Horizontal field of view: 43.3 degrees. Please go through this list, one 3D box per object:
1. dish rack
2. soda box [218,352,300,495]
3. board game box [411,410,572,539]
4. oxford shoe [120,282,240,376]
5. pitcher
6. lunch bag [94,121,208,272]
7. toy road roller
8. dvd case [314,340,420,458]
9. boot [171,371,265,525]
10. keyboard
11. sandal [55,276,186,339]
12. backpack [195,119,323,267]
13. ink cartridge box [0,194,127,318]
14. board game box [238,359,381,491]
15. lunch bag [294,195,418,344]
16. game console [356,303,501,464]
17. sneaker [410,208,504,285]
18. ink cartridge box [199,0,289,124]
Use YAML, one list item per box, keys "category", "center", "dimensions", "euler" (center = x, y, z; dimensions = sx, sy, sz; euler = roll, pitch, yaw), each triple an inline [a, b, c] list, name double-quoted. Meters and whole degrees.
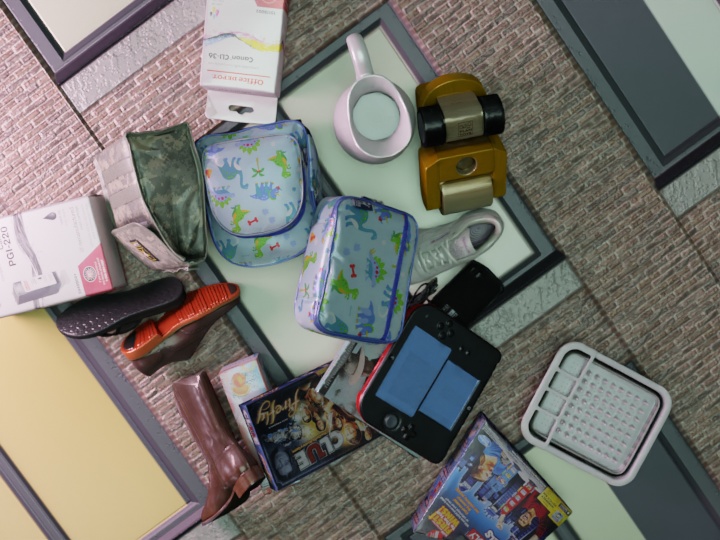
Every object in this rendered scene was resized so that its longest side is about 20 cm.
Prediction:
- category: "dish rack"
  center: [0.360, 0.219, 1.401]
  dimensions: [0.198, 0.044, 0.173]
  euler: [27, 93, -2]
- category: "soda box"
  center: [-0.151, 0.233, 1.385]
  dimensions: [0.063, 0.068, 0.202]
  euler: [-19, 95, -1]
- category: "board game box"
  center: [0.185, 0.362, 1.403]
  dimensions: [0.200, 0.062, 0.200]
  euler: [-43, 94, 4]
- category: "oxford shoe"
  center: [-0.263, 0.088, 1.385]
  dimensions: [0.199, 0.071, 0.073]
  euler: [-30, 123, -1]
- category: "pitcher"
  center: [0.015, -0.238, 1.283]
  dimensions: [0.120, 0.200, 0.174]
  euler: [-14, 94, 1]
- category: "lunch bag"
  center: [-0.293, -0.092, 1.301]
  dimensions: [0.117, 0.163, 0.202]
  euler: [-17, 95, -30]
- category: "toy road roller"
  center: [0.140, -0.198, 1.342]
  dimensions: [0.121, 0.147, 0.202]
  euler: [-11, 132, -4]
- category: "dvd case"
  center: [0.049, 0.173, 1.372]
  dimensions: [0.199, 0.022, 0.147]
  euler: [36, 84, -16]
- category: "boot"
  center: [-0.240, 0.271, 1.389]
  dimensions: [0.201, 0.064, 0.187]
  euler: [54, 128, 14]
- category: "keyboard"
  center: [0.119, 0.059, 1.396]
  dimensions: [0.200, 0.040, 0.104]
  euler: [-44, 109, 7]
- category: "sandal"
  center: [-0.359, 0.068, 1.373]
  dimensions: [0.198, 0.076, 0.048]
  euler: [-15, 135, -4]
- category: "backpack"
  center: [-0.145, -0.108, 1.320]
  dimensions: [0.181, 0.147, 0.203]
  euler: [-9, 98, 3]
- category: "ink cartridge box"
  center: [-0.470, -0.020, 1.356]
  dimensions: [0.198, 0.085, 0.147]
  euler: [-14, 94, 2]
- category: "board game box"
  center: [-0.067, 0.223, 1.360]
  dimensions: [0.198, 0.035, 0.137]
  euler: [-24, 96, -25]
- category: "lunch bag"
  center: [0.000, 0.000, 1.289]
  dimensions: [0.159, 0.082, 0.203]
  euler: [16, 82, -33]
- category: "game console"
  center: [0.103, 0.168, 1.363]
  dimensions: [0.176, 0.031, 0.201]
  euler: [33, 85, -17]
- category: "sneaker"
  center: [0.123, -0.037, 1.351]
  dimensions: [0.198, 0.100, 0.075]
  euler: [-28, 96, 3]
- category: "ink cartridge box"
  center: [-0.172, -0.323, 1.341]
  dimensions: [0.115, 0.068, 0.203]
  euler: [5, 95, -1]
